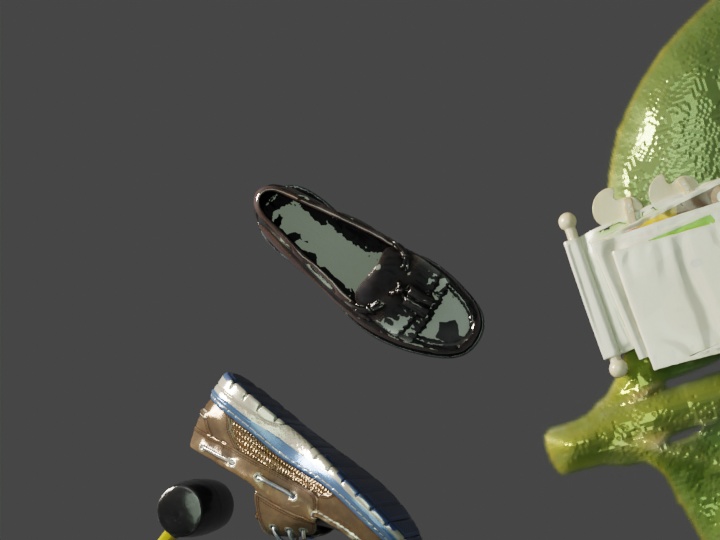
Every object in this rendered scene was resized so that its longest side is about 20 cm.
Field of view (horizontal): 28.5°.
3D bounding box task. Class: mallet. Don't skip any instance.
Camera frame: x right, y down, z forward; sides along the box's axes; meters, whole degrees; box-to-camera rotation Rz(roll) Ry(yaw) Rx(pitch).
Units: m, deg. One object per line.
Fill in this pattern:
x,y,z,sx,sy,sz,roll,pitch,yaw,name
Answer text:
-0.168,0.233,1.069,0.041,0.066,0.201,44,107,16,mallet

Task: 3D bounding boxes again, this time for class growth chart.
0.249,-0.002,1.019,0.198,0.018,0.147,-11,79,10,growth chart

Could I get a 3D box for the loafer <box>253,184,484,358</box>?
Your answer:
0.000,0.000,1.049,0.199,0.063,0.072,33,89,15,loafer

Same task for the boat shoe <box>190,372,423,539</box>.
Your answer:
-0.042,0.160,1.036,0.199,0.072,0.073,37,95,25,boat shoe
